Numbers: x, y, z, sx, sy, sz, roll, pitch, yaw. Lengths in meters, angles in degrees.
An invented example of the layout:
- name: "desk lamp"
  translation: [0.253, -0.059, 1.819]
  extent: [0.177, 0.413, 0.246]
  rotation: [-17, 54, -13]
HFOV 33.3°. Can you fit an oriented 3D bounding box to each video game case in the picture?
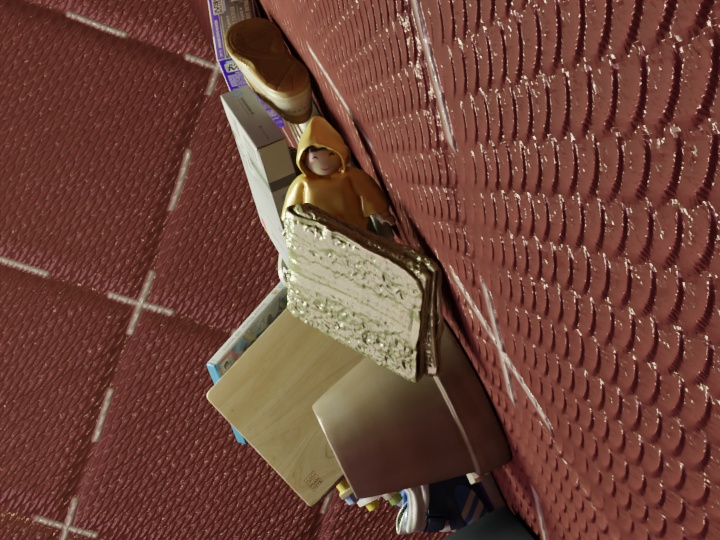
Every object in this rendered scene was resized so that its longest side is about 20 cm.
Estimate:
- name: "video game case"
  translation: [-0.122, 0.115, 1.621]
  extent: [0.018, 0.200, 0.144]
  rotation: [10, 133, 33]

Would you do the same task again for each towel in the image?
- name: "towel"
  translation: [0.002, 0.020, 1.225]
  extent: [0.199, 0.036, 0.149]
  rotation: [24, 130, 30]

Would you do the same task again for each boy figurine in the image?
- name: "boy figurine"
  translation: [-0.025, -0.065, 1.281]
  extent: [0.065, 0.123, 0.201]
  rotation: [-75, -17, -59]

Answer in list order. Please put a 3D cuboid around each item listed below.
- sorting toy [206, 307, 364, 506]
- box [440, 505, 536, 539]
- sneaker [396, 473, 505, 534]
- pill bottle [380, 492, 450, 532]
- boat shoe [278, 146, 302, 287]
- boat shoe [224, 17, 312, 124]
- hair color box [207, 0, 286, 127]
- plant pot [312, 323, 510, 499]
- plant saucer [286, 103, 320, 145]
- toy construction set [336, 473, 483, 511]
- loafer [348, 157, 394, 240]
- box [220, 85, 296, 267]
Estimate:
- name: "sorting toy"
  translation: [-0.053, 0.157, 1.518]
  extent: [0.199, 0.200, 0.070]
  rotation: [43, 178, 17]
- name: "box"
  translation: [0.194, 0.423, 1.477]
  extent: [0.201, 0.117, 0.197]
  rotation: [63, 176, -7]
- name: "sneaker"
  translation: [0.122, 0.336, 1.621]
  extent: [0.201, 0.146, 0.081]
  rotation: [65, 176, -14]
- name: "pill bottle"
  translation: [0.064, 0.276, 1.695]
  extent: [0.199, 0.111, 0.111]
  rotation: [34, -173, -22]
- name: "boat shoe"
  translation: [-0.077, -0.075, 1.624]
  extent: [0.067, 0.057, 0.202]
  rotation: [9, -109, -42]
- name: "boat shoe"
  translation: [-0.113, -0.243, 1.482]
  extent: [0.200, 0.073, 0.069]
  rotation: [-122, 13, -47]
- name: "hair color box"
  translation: [-0.154, -0.285, 1.656]
  extent: [0.200, 0.064, 0.110]
  rotation: [77, -178, -66]
- name: "plant pot"
  translation: [0.046, 0.164, 1.352]
  extent: [0.201, 0.173, 0.200]
  rotation: [64, 177, 7]
- name: "plant saucer"
  translation: [-0.069, -0.185, 1.610]
  extent: [0.201, 0.032, 0.200]
  rotation: [62, 175, 10]
- name: "toy construction set"
  translation: [0.073, 0.232, 1.517]
  extent: [0.093, 0.199, 0.131]
  rotation: [65, -151, -9]
- name: "loafer"
  translation: [-0.027, -0.089, 1.398]
  extent: [0.200, 0.069, 0.075]
  rotation: [58, 173, 52]
- name: "box"
  translation: [-0.107, -0.105, 1.474]
  extent: [0.156, 0.041, 0.201]
  rotation: [-125, 17, -53]
